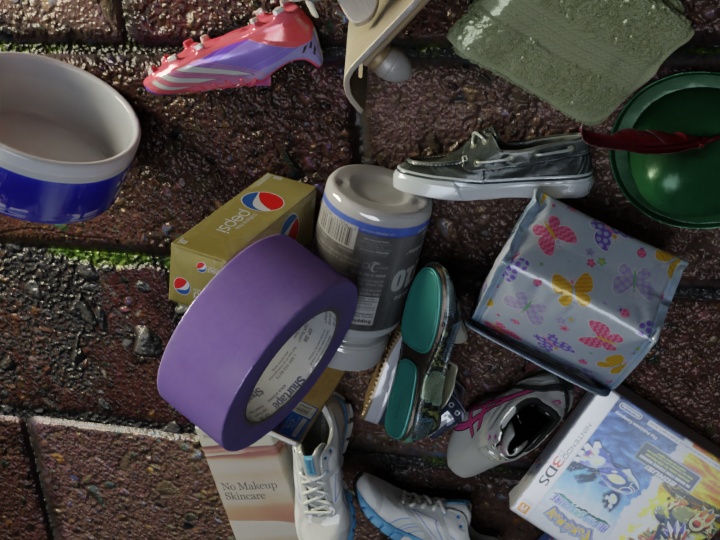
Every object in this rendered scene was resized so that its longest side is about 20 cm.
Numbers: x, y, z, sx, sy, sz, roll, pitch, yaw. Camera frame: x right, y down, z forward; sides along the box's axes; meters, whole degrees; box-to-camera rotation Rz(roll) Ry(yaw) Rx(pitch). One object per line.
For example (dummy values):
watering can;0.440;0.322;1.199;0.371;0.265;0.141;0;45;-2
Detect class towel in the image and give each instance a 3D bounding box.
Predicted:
towel;0.192;-0.216;1.036;0.200;0.036;0.148;22;124;-29

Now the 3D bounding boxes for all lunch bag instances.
lunch bag;0.204;0.039;1.147;0.170;0.127;0.200;27;154;4

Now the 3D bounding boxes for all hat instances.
hat;0.295;-0.076;1.031;0.200;0.176;0.166;8;121;12

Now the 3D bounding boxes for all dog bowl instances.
dog bowl;-0.337;-0.140;1.197;0.200;0.200;0.079;29;123;2

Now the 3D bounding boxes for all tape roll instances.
tape roll;-0.096;0.070;1.105;0.085;0.200;0.200;35;123;17

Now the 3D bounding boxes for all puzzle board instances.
puzzle board;-0.110;0.123;1.260;0.151;0.200;0.017;24;111;6

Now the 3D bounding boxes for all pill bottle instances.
pill bottle;0.000;0.000;1.210;0.114;0.114;0.200;19;121;8

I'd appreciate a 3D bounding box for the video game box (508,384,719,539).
video game box;0.294;0.239;1.256;0.200;0.047;0.182;32;109;0

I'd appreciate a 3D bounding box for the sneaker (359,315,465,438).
sneaker;0.082;0.098;1.262;0.108;0.070;0.200;22;115;-2

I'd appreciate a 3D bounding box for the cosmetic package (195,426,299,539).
cosmetic package;-0.113;0.247;1.392;0.103;0.087;0.200;-8;114;23

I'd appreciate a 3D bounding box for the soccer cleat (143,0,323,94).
soccer cleat;-0.133;-0.211;1.176;0.200;0.067;0.076;-19;114;23

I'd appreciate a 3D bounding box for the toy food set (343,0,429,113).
toy food set;0.059;-0.248;1.047;0.060;0.144;0.200;34;123;-23

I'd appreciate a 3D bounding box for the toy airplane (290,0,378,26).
toy airplane;-0.055;-0.336;1.036;0.200;0.141;0.199;21;102;23

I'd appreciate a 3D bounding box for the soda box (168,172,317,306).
soda box;-0.117;-0.030;1.180;0.064;0.200;0.068;17;121;17

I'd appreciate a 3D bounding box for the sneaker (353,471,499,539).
sneaker;0.084;0.292;1.362;0.200;0.075;0.087;37;108;-6

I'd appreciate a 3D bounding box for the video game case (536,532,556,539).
video game case;0.266;0.397;1.370;0.181;0.045;0.200;37;121;-3

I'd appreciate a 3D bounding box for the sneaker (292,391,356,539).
sneaker;-0.051;0.235;1.308;0.075;0.087;0.200;-6;78;14

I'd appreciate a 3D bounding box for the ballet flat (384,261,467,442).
ballet flat;0.075;0.084;1.193;0.074;0.074;0.200;17;110;9

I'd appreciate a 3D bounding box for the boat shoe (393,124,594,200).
boat shoe;0.132;-0.111;1.144;0.200;0.072;0.071;-1;109;7

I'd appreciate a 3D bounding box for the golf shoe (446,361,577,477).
golf shoe;0.155;0.176;1.264;0.073;0.092;0.200;39;127;-3
